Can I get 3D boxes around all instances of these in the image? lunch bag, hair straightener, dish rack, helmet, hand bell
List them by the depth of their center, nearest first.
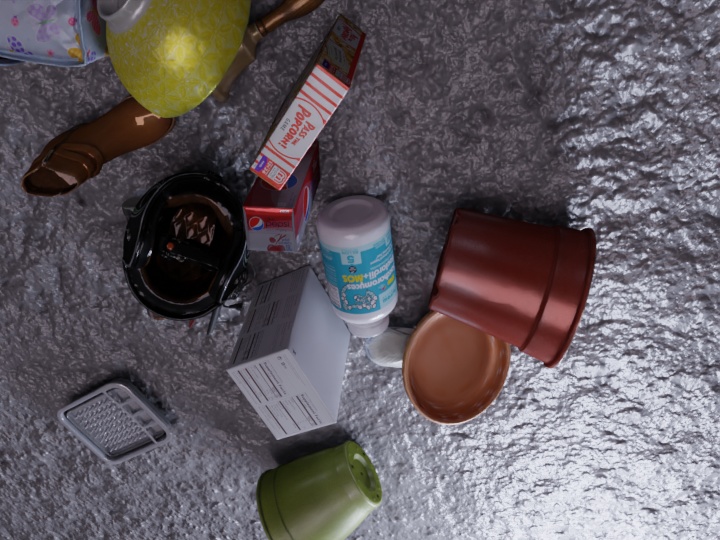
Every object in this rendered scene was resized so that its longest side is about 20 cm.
[{"bbox_3d":[-0.388,-0.318,0.782,0.193,0.171,0.131,9,118,1],"label":"lunch bag"},{"bbox_3d":[-0.118,-0.309,0.820,0.196,0.105,0.105,-28,118,9],"label":"hand bell"},{"bbox_3d":[-0.249,-0.035,0.938,0.197,0.204,0.190,30,159,-14],"label":"helmet"},{"bbox_3d":[-0.219,0.033,1.080,0.075,0.041,0.202,26,118,-11],"label":"hair straightener"},{"bbox_3d":[-0.477,0.291,1.275,0.196,0.044,0.173,-26,118,22],"label":"dish rack"}]

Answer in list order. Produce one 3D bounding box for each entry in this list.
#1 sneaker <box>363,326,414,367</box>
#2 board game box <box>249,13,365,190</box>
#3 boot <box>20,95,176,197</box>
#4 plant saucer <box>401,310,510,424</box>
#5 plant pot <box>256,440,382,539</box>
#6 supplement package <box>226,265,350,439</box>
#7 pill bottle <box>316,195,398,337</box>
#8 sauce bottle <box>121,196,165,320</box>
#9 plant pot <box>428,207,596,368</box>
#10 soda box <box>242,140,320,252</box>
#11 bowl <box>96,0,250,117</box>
[{"bbox_3d":[0.098,0.132,1.094,0.194,0.072,0.074,11,96,-15],"label":"sneaker"},{"bbox_3d":[-0.061,-0.211,0.794,0.046,0.202,0.152,32,123,-15],"label":"board game box"},{"bbox_3d":[-0.354,-0.165,0.887,0.195,0.156,0.075,-17,121,17],"label":"boot"},{"bbox_3d":[0.153,0.147,1.055,0.194,0.037,0.207,-4,101,-19],"label":"plant saucer"},{"bbox_3d":[-0.065,0.432,1.244,0.190,0.202,0.202,-33,116,12],"label":"plant pot"},{"bbox_3d":[-0.104,0.126,1.022,0.108,0.202,0.158,-19,121,20],"label":"supplement package"},{"bbox_3d":[0.000,0.000,0.981,0.107,0.112,0.205,-3,124,9],"label":"pill bottle"},{"bbox_3d":[-0.335,-0.019,1.039,0.062,0.065,0.205,1,122,6],"label":"sauce bottle"},{"bbox_3d":[0.205,0.010,0.925,0.190,0.202,0.205,17,125,5],"label":"plant pot"},{"bbox_3d":[-0.100,-0.106,0.868,0.068,0.202,0.065,2,125,5],"label":"soda box"},{"bbox_3d":[-0.228,-0.291,0.730,0.197,0.205,0.107,-31,148,25],"label":"bowl"}]
